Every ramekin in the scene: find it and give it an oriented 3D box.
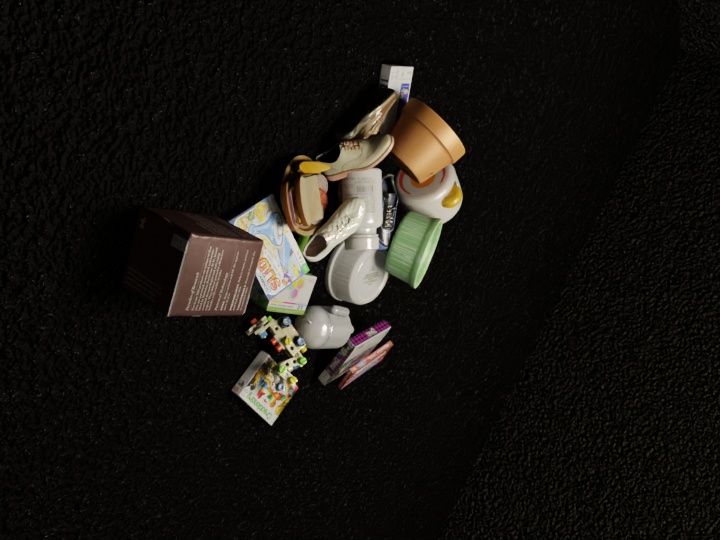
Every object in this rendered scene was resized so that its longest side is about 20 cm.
[{"bbox_3d":[0.144,-0.063,1.820,0.200,0.096,0.203,23,90,-79],"label":"ramekin"},{"bbox_3d":[0.000,0.000,1.853,0.201,0.093,0.205,-32,134,-40],"label":"ramekin"}]

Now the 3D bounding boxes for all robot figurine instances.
[{"bbox_3d":[-0.101,0.152,1.790,0.170,0.113,0.199,-48,152,22],"label":"robot figurine"}]

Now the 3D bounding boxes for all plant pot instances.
[{"bbox_3d":[0.153,-0.323,1.724,0.140,0.200,0.200,-46,145,1],"label":"plant pot"}]

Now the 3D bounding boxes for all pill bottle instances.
[{"bbox_3d":[0.000,-0.155,1.688,0.114,0.113,0.204,-6,95,-52],"label":"pill bottle"}]

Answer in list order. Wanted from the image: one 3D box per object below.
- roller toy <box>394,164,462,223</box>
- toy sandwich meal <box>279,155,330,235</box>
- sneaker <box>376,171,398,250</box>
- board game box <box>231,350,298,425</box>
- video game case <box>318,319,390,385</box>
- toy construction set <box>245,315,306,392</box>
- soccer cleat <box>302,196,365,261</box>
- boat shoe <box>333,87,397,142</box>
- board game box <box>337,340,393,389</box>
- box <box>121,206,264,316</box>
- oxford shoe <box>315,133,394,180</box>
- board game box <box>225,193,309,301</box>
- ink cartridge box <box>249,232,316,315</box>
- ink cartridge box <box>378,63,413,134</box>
[{"bbox_3d":[0.190,-0.229,1.890,0.180,0.202,0.140,-19,142,11],"label":"roller toy"},{"bbox_3d":[-0.118,-0.175,1.549,0.204,0.069,0.209,3,87,-61],"label":"toy sandwich meal"},{"bbox_3d":[0.063,-0.157,1.746,0.069,0.077,0.204,-8,91,-34],"label":"sneaker"},{"bbox_3d":[-0.248,0.312,1.756,0.127,0.034,0.201,-54,145,-18],"label":"board game box"},{"bbox_3d":[-0.016,0.238,1.950,0.199,0.036,0.182,-23,154,-54],"label":"video game case"},{"bbox_3d":[-0.207,0.190,1.665,0.131,0.092,0.202,-38,110,-24],"label":"toy construction set"},{"bbox_3d":[-0.063,-0.096,1.608,0.200,0.069,0.078,-46,174,10],"label":"soccer cleat"},{"bbox_3d":[0.015,-0.374,1.659,0.200,0.075,0.074,-44,139,-14],"label":"boat shoe"},{"bbox_3d":[0.016,0.296,2.088,0.199,0.019,0.103,-29,159,-42],"label":"board game box"},{"bbox_3d":[-0.330,-0.016,1.321,0.199,0.165,0.167,3,109,-54],"label":"box"},{"bbox_3d":[-0.015,-0.280,1.595,0.198,0.072,0.074,-25,143,18],"label":"oxford shoe"},{"bbox_3d":[-0.211,-0.052,1.506,0.135,0.034,0.202,-39,112,-34],"label":"board game box"},{"bbox_3d":[-0.173,-0.004,1.627,0.147,0.075,0.203,12,102,-56],"label":"ink cartridge box"},{"bbox_3d":[0.082,-0.435,1.746,0.099,0.039,0.203,-17,122,-49],"label":"ink cartridge box"}]
